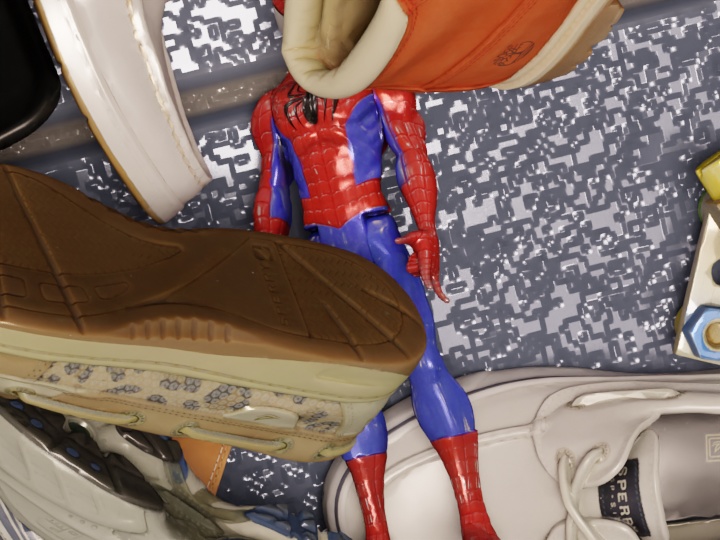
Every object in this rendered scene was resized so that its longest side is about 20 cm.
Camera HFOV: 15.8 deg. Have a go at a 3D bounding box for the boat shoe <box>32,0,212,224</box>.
[{"bbox_3d":[-0.079,-0.116,0.831,0.069,0.071,0.201,-21,98,-3],"label":"boat shoe"}]

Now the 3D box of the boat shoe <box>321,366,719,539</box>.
[{"bbox_3d":[0.088,0.072,0.872,0.199,0.066,0.072,-3,98,-4],"label":"boat shoe"}]

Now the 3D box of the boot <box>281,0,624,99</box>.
[{"bbox_3d":[0.047,-0.119,0.775,0.107,0.200,0.075,-11,59,-34],"label":"boot"}]

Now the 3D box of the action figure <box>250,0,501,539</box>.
[{"bbox_3d":[0.000,0.000,0.847,0.065,0.052,0.201,-16,80,22],"label":"action figure"}]

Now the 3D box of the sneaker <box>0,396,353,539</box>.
[{"bbox_3d":[-0.052,0.111,0.804,0.200,0.077,0.085,38,113,2],"label":"sneaker"}]

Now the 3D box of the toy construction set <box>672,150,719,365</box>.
[{"bbox_3d":[0.152,-0.072,0.854,0.131,0.092,0.201,-12,109,-3],"label":"toy construction set"}]

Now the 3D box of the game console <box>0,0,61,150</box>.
[{"bbox_3d":[-0.215,-0.087,0.800,0.199,0.116,0.176,-26,99,-2],"label":"game console"}]

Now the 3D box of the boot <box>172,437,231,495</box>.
[{"bbox_3d":[-0.136,0.100,0.856,0.154,0.074,0.201,21,100,-14],"label":"boot"}]

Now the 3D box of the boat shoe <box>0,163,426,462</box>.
[{"bbox_3d":[-0.079,0.020,0.763,0.199,0.073,0.063,13,127,-22],"label":"boat shoe"}]
